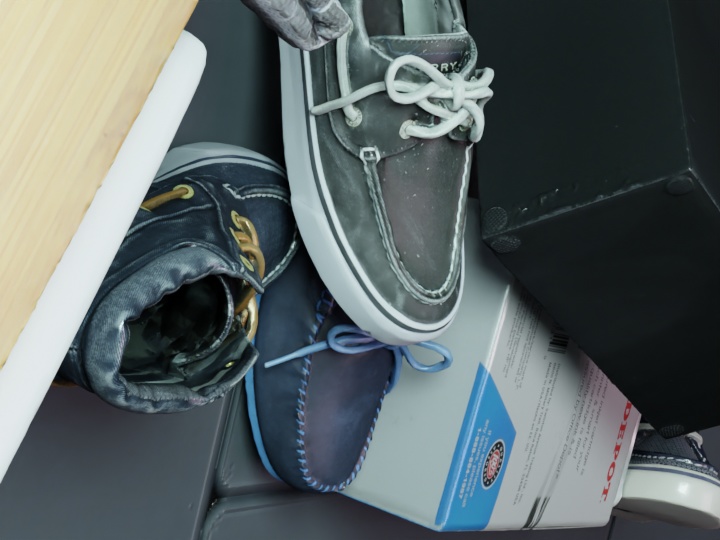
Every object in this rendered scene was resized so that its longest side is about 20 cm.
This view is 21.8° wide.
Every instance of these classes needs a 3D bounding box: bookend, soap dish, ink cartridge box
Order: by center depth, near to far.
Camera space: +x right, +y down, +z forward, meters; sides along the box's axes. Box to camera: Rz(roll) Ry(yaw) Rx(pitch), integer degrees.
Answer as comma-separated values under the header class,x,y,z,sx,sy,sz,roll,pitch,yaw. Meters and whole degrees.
class,x,y,z,sx,sy,sz,roll,pitch,yaw
soap dish,-0.140,-0.003,0.460,0.081,0.157,0.201,41,68,-41
bookend,0.131,-0.062,0.838,0.199,0.092,0.201,43,37,-48
ink cartridge box,0.069,0.045,0.911,0.200,0.084,0.147,13,92,-61

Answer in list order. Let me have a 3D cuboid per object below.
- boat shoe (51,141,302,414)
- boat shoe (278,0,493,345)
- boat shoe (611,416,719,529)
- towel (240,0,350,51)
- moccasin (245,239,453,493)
class,x,y,z,sx,sy,sz,roll,pitch,yaw
boat shoe,-0.059,0.006,0.660,0.200,0.090,0.071,-21,123,-55
boat shoe,0.016,-0.072,0.703,0.073,0.068,0.201,-6,90,-39
boat shoe,0.165,0.093,1.062,0.200,0.074,0.093,149,-43,-79
towel,-0.085,-0.139,0.466,0.200,0.165,0.086,31,82,-59
moccasin,0.000,0.000,0.777,0.080,0.068,0.202,-8,109,-51
